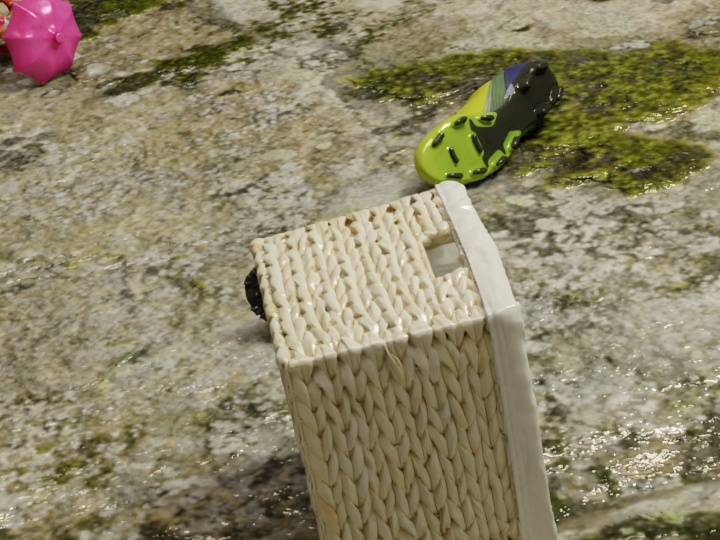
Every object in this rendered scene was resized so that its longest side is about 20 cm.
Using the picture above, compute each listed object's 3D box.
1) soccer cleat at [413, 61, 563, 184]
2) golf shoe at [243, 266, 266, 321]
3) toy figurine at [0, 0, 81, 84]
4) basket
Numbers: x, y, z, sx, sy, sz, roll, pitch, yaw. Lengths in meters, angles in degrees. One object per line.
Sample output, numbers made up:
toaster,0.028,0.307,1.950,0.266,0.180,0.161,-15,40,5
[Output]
soccer cleat,0.109,-0.128,1.918,0.084,0.065,0.200,-19,16,50
golf shoe,0.000,0.000,1.698,0.200,0.078,0.094,-10,12,-10
toy figurine,-0.382,-0.253,2.193,0.184,0.150,0.200,12,7,6
basket,0.029,0.078,1.417,0.161,0.200,0.198,-14,29,-2
